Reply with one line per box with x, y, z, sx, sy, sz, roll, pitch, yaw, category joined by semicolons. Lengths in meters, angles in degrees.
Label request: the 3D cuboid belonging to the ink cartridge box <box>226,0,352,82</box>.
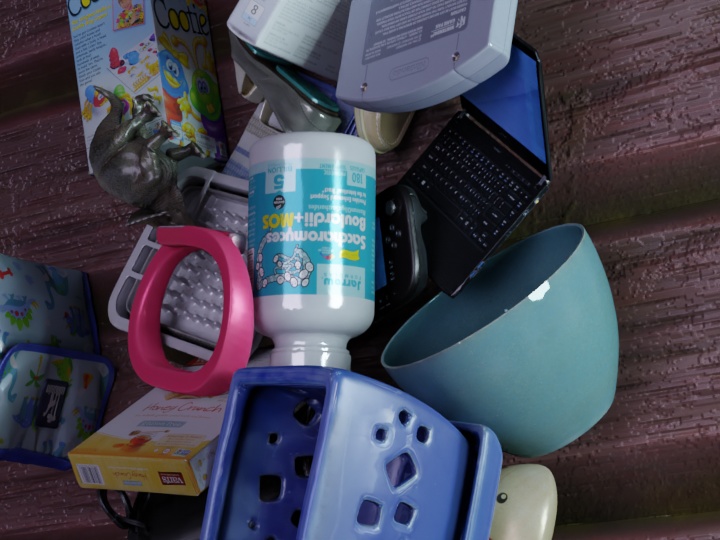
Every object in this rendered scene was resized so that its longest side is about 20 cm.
-0.017;-0.279;1.726;0.047;0.160;0.201;36;101;30;ink cartridge box

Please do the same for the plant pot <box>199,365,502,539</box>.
-0.005;0.191;1.501;0.200;0.179;0.202;-4;72;63;plant pot

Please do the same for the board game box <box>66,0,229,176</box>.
-0.210;-0.194;1.868;0.104;0.103;0.202;-18;73;28;board game box

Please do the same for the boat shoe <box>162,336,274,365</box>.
-0.130;0.056;1.800;0.199;0.073;0.065;4;67;35;boat shoe

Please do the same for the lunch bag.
-0.337;0.093;1.861;0.127;0.170;0.202;-21;70;28;lunch bag

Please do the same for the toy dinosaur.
-0.211;-0.104;1.749;0.102;0.077;0.200;-47;67;6;toy dinosaur

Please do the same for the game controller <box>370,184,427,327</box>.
0.000;0.000;1.689;0.200;0.042;0.105;-33;50;55;game controller

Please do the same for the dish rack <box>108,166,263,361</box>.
-0.132;0.000;1.750;0.199;0.043;0.173;16;75;45;dish rack

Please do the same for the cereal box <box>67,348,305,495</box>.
-0.138;0.127;1.650;0.143;0.200;0.040;-3;114;37;cereal box

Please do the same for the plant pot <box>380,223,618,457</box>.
0.136;0.073;1.569;0.199;0.200;0.135;-30;102;25;plant pot

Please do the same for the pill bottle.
-0.042;-0.011;1.619;0.110;0.111;0.202;-5;81;32;pill bottle

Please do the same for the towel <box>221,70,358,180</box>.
-0.075;-0.087;1.794;0.147;0.024;0.201;29;92;45;towel

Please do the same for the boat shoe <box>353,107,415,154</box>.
0.050;-0.201;1.725;0.065;0.072;0.202;13;83;35;boat shoe

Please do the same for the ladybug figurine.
0.101;0.245;1.569;0.071;0.136;0.201;17;114;-6;ladybug figurine

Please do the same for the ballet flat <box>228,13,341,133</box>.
-0.085;-0.174;1.782;0.064;0.067;0.200;-57;43;18;ballet flat

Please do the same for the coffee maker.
-0.096;0.211;1.673;0.199;0.192;0.135;-31;50;22;coffee maker

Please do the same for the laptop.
0.078;-0.111;1.632;0.200;0.103;0.177;-49;34;5;laptop

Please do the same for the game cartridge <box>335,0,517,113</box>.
0.059;-0.206;1.623;0.199;0.040;0.134;-12;59;49;game cartridge

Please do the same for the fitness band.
-0.146;0.035;1.646;0.199;0.037;0.145;6;89;58;fitness band
